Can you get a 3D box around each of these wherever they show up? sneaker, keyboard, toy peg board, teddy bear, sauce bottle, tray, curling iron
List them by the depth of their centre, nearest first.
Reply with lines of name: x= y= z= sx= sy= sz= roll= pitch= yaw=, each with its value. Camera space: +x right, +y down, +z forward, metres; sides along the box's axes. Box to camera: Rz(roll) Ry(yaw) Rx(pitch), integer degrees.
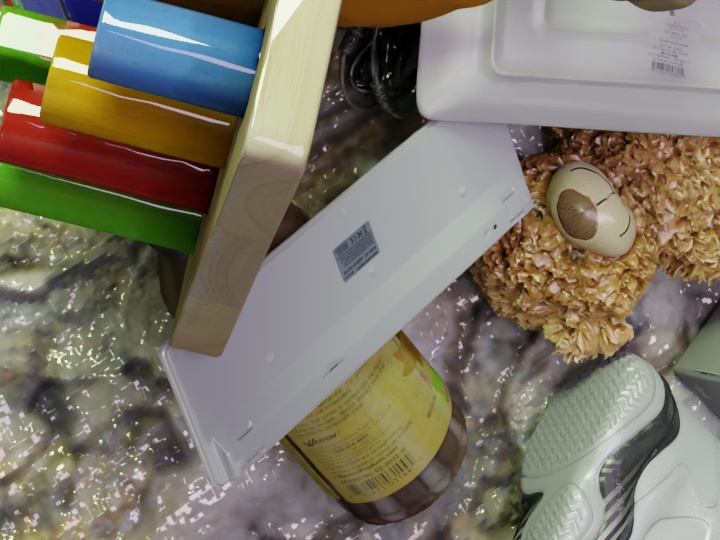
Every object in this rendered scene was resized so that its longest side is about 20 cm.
toy peg board: x=-0.057 y=-0.102 z=0.768 sx=0.097 sy=0.199 sz=0.202 roll=13 pitch=72 yaw=-6
keyboard: x=0.000 y=0.000 z=0.908 sx=0.200 sy=0.011 sz=0.057 roll=-41 pitch=115 yaw=-40
sauce bottle: x=-0.030 y=0.015 z=0.925 sx=0.065 sy=0.065 sz=0.200 roll=-49 pitch=132 yaw=-14
tray: x=0.113 y=-0.106 z=0.965 sx=0.199 sy=0.022 sz=0.108 roll=1 pitch=97 yaw=-30
curling iron: x=0.067 y=-0.130 z=1.007 sx=0.200 sy=0.025 sz=0.050 roll=-40 pitch=128 yaw=-20
sneaker: x=0.101 y=0.144 z=1.020 sx=0.114 sy=0.075 sz=0.201 roll=31 pitch=78 yaw=-21
teddy bear: x=0.129 y=-0.053 z=1.022 sx=0.199 sy=0.067 sz=0.146 roll=-20 pitch=99 yaw=-22

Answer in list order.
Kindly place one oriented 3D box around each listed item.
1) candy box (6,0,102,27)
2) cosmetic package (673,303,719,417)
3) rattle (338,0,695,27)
candy box: x=-0.050 y=-0.173 z=0.925 sx=0.199 sy=0.077 sz=0.170 roll=-26 pitch=107 yaw=-22
cosmetic package: x=0.234 y=-0.006 z=1.055 sx=0.090 sy=0.107 sz=0.201 roll=40 pitch=79 yaw=-21
rattle: x=0.062 y=-0.190 z=0.890 sx=0.129 sy=0.142 sz=0.202 roll=4 pitch=84 yaw=-38
